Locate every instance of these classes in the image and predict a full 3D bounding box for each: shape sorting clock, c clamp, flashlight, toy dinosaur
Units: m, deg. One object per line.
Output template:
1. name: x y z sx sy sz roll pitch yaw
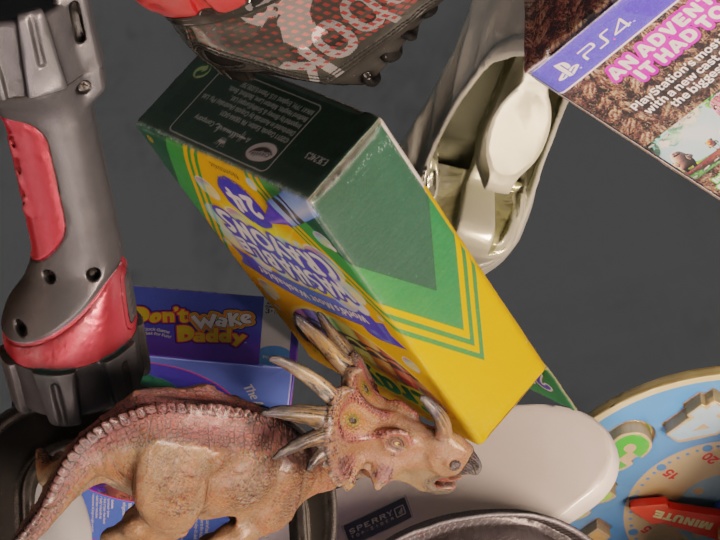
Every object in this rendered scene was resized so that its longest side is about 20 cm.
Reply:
1. shape sorting clock: 0.186 0.121 1.382 0.200 0.039 0.200 2 137 1
2. c clamp: -0.102 0.135 1.247 0.200 0.171 0.027 -3 151 -17
3. flashlight: -0.140 -0.031 1.198 0.068 0.068 0.200 19 132 40
4. toy dinosaur: -0.063 0.076 1.187 0.200 0.086 0.136 -4 154 -30

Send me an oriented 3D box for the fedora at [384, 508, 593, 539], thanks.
1. fedora: 0.053 0.211 1.296 0.177 0.090 0.200 28 114 -19

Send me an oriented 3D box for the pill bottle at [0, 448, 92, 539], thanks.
1. pill bottle: -0.224 0.141 1.335 0.200 0.113 0.113 -15 137 45

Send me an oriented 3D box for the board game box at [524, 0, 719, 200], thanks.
1. board game box: 0.191 -0.107 1.100 0.200 0.097 0.159 31 130 -26

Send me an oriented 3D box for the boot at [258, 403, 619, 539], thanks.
1. boot: 0.042 0.132 1.364 0.200 0.073 0.090 -20 149 13

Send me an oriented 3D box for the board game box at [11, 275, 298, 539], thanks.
1. board game box: -0.104 0.092 1.363 0.134 0.045 0.200 6 136 -2

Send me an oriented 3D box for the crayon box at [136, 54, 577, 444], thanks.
1. crayon box: 0.000 0.000 1.206 0.126 0.052 0.200 25 158 47

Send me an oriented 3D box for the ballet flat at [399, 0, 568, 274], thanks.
1. ballet flat: 0.053 -0.047 1.195 0.069 0.069 0.200 11 136 -8

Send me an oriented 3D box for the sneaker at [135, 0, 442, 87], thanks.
1. sneaker: 0.008 -0.126 1.110 0.200 0.071 0.098 -14 134 20
